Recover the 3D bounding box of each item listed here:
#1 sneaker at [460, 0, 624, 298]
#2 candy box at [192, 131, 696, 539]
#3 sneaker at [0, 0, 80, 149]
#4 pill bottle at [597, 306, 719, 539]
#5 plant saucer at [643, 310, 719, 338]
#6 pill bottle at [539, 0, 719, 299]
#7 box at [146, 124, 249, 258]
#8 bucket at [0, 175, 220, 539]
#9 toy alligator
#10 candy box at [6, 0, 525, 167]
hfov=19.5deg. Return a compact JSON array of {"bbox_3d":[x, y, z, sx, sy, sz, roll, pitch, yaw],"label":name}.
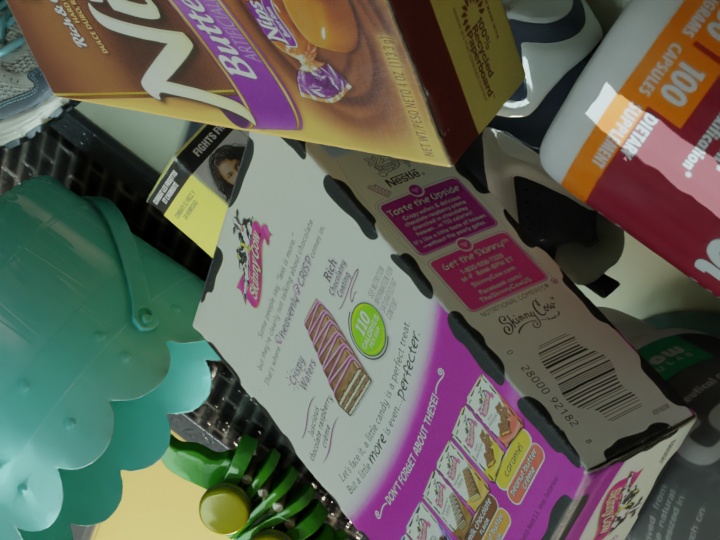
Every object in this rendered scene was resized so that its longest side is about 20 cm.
[{"bbox_3d":[0.050,-0.034,0.883,0.199,0.079,0.130,-27,101,46],"label":"sneaker"},{"bbox_3d":[0.024,0.037,0.813,0.200,0.061,0.137,49,141,25],"label":"candy box"},{"bbox_3d":[-0.199,-0.113,1.059,0.200,0.078,0.086,-1,127,47],"label":"sneaker"},{"bbox_3d":[0.143,0.090,0.830,0.200,0.113,0.113,29,152,52],"label":"pill bottle"},{"bbox_3d":[0.190,0.101,0.957,0.200,0.027,0.200,27,146,20],"label":"plant saucer"},{"bbox_3d":[0.172,-0.026,0.733,0.200,0.113,0.113,35,149,7],"label":"pill bottle"},{"bbox_3d":[0.000,0.000,0.988,0.200,0.075,0.050,42,149,-1],"label":"box"},{"bbox_3d":[-0.171,0.057,1.128,0.135,0.207,0.207,39,149,6],"label":"bucket"},{"bbox_3d":[-0.036,0.158,1.251,0.054,0.059,0.200,-41,100,18],"label":"toy alligator"},{"bbox_3d":[-0.049,-0.109,0.741,0.200,0.056,0.117,14,140,39],"label":"candy box"}]
